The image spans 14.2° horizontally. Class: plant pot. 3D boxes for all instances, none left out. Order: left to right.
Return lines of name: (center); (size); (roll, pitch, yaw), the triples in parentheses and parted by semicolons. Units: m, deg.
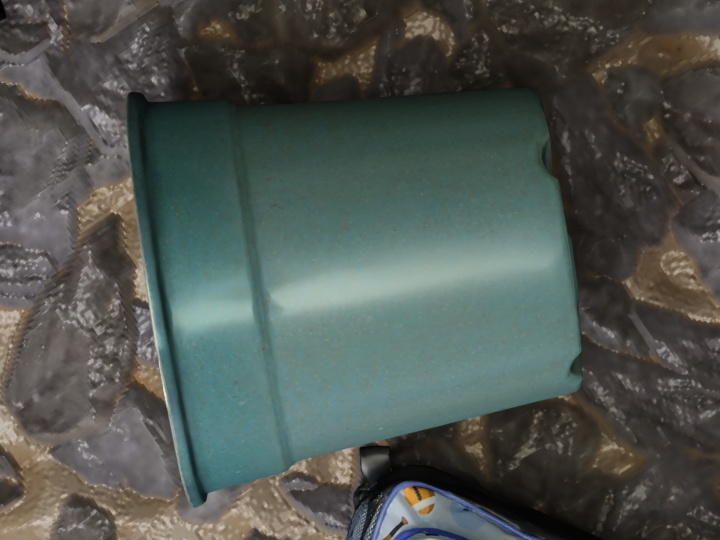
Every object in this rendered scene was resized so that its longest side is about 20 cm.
plant pot: (0.000, 0.000, 1.381); (0.195, 0.200, 0.201); (-8, 97, 0)

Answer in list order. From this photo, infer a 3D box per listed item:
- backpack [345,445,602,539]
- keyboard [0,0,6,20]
backpack: (0.053, 0.212, 1.410); (0.199, 0.154, 0.191); (24, 96, 3)
keyboard: (-0.274, -0.108, 1.477); (0.199, 0.040, 0.104); (-21, 72, 10)
